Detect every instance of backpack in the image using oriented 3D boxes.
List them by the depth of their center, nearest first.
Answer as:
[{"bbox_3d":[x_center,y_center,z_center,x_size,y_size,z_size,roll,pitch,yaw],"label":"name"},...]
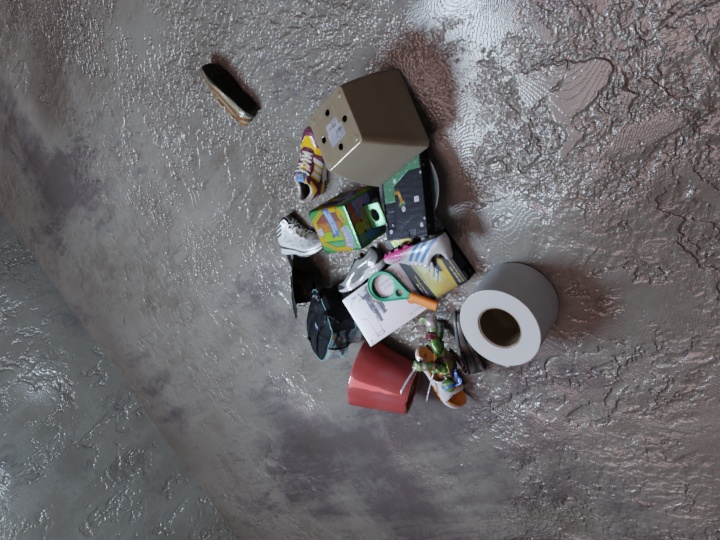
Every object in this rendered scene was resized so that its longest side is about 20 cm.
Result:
[{"bbox_3d":[-0.081,0.164,1.778,0.177,0.151,0.202,58,140,36],"label":"backpack"}]

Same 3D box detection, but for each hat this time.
[{"bbox_3d":[-0.175,0.042,1.819,0.079,0.202,0.204,-7,122,-7],"label":"hat"}]

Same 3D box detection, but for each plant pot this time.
[{"bbox_3d":[0.002,-0.322,1.361,0.199,0.175,0.203,-33,74,45],"label":"plant pot"},{"bbox_3d":[0.075,0.324,1.761,0.174,0.201,0.204,16,127,16],"label":"plant pot"}]

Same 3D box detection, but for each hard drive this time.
[{"bbox_3d":[0.111,-0.178,1.425,0.138,0.037,0.205,-5,92,49],"label":"hard drive"}]

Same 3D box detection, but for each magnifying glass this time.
[{"bbox_3d":[0.110,0.060,1.574,0.197,0.022,0.081,20,101,15],"label":"magnifying glass"}]

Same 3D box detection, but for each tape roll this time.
[{"bbox_3d":[0.353,0.102,1.421,0.200,0.139,0.206,20,129,27],"label":"tape roll"}]

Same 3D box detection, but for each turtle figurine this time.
[{"bbox_3d":[0.176,0.234,1.592,0.199,0.142,0.198,-34,53,49],"label":"turtle figurine"}]

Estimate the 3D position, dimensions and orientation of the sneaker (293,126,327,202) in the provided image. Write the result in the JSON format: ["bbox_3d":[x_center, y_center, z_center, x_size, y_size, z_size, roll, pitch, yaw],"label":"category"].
[{"bbox_3d":[-0.137,-0.279,1.600,0.074,0.090,0.203,17,127,29],"label":"sneaker"}]

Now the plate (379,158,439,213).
[{"bbox_3d":[0.122,-0.197,1.460,0.198,0.025,0.205,13,107,46],"label":"plate"}]

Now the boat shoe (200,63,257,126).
[{"bbox_3d":[-0.375,-0.485,1.671,0.201,0.075,0.074,49,139,3],"label":"boat shoe"}]

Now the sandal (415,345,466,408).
[{"bbox_3d":[0.232,0.297,1.682,0.208,0.079,0.059,51,142,2],"label":"sandal"}]

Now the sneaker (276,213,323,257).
[{"bbox_3d":[-0.181,-0.107,1.756,0.198,0.076,0.117,0,119,41],"label":"sneaker"}]

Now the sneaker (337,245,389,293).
[{"bbox_3d":[0.000,0.000,1.692,0.199,0.074,0.080,-37,83,39],"label":"sneaker"}]

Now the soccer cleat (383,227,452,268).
[{"bbox_3d":[0.140,-0.034,1.474,0.198,0.070,0.088,-22,97,43],"label":"soccer cleat"}]

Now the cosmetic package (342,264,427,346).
[{"bbox_3d":[0.070,0.088,1.629,0.199,0.052,0.152,-36,86,19],"label":"cosmetic package"}]

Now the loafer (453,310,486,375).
[{"bbox_3d":[0.290,0.189,1.589,0.062,0.072,0.203,-6,122,18],"label":"loafer"}]

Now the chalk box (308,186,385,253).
[{"bbox_3d":[-0.016,-0.131,1.556,0.198,0.123,0.127,-5,114,50],"label":"chalk box"}]

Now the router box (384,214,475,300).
[{"bbox_3d":[0.175,-0.035,1.535,0.201,0.052,0.157,54,135,-3],"label":"router box"}]
